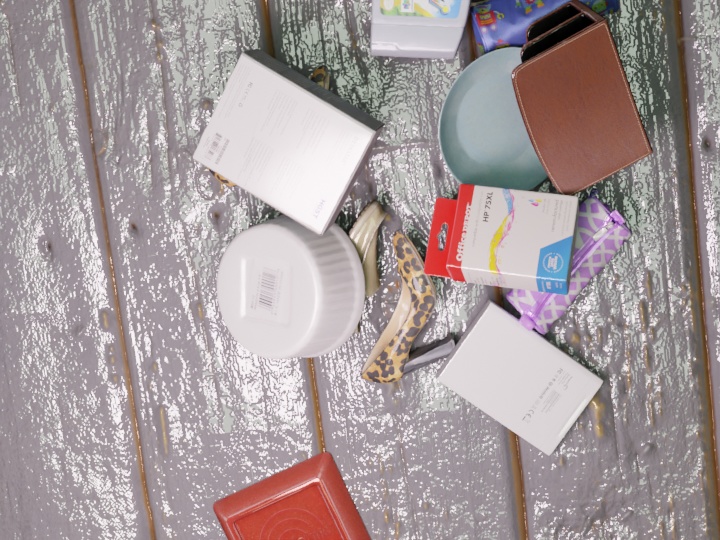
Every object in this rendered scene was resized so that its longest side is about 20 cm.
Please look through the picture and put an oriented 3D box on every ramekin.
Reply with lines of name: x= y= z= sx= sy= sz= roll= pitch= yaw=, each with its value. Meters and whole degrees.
ramekin: x=-0.100 y=0.024 z=1.490 sx=0.198 sy=0.097 sz=0.204 roll=5 pitch=99 yaw=32

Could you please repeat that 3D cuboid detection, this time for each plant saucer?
plant saucer: x=0.190 y=-0.200 z=1.483 sx=0.198 sy=0.039 sz=0.204 roll=-6 pitch=110 yaw=-16
plant saucer: x=-0.093 y=0.396 z=1.612 sx=0.197 sy=0.037 sz=0.202 roll=-25 pitch=94 yaw=8

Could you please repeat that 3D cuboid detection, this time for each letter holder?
letter holder: x=0.267 y=-0.216 z=1.420 sx=0.141 sy=0.101 sz=0.201 roll=-28 pitch=120 yaw=2

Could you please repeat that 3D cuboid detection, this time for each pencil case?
pencil case: x=0.240 y=-0.344 z=1.462 sx=0.197 sy=0.088 sz=0.078 roll=-21 pitch=139 yaw=8
pencil case: x=0.285 y=-0.007 z=1.499 sx=0.083 sy=0.086 sz=0.201 roll=36 pitch=101 yaw=-12

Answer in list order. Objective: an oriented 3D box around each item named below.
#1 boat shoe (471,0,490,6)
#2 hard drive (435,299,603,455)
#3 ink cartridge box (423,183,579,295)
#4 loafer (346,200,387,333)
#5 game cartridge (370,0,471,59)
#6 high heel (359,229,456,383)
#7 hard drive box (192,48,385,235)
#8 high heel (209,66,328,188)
boat shoe: x=0.115 y=-0.391 z=1.470 sx=0.196 sy=0.065 sz=0.073 roll=2 pitch=99 yaw=5
hard drive: x=0.221 y=0.150 z=1.541 sx=0.199 sy=0.027 sz=0.133 roll=34 pitch=99 yaw=-10
ink cartridge box: x=0.182 y=-0.044 z=1.452 sx=0.197 sy=0.067 sz=0.118 roll=7 pitch=75 yaw=14
loafer: x=0.000 y=0.000 z=1.534 sx=0.067 sy=0.076 sz=0.203 roll=21 pitch=108 yaw=0
game cartridge: x=0.080 y=-0.378 z=1.428 sx=0.131 sy=0.041 sz=0.204 roll=2 pitch=106 yaw=4
high heel: x=0.039 y=0.056 z=1.533 sx=0.141 sy=0.071 sz=0.203 roll=-21 pitch=104 yaw=1
hard drive box: x=-0.092 y=-0.167 z=1.430 sx=0.198 sy=0.077 sz=0.157 roll=31 pitch=108 yaw=3
high heel: x=-0.128 y=-0.199 z=1.504 sx=0.140 sy=0.072 sz=0.203 roll=19 pitch=108 yaw=-4
